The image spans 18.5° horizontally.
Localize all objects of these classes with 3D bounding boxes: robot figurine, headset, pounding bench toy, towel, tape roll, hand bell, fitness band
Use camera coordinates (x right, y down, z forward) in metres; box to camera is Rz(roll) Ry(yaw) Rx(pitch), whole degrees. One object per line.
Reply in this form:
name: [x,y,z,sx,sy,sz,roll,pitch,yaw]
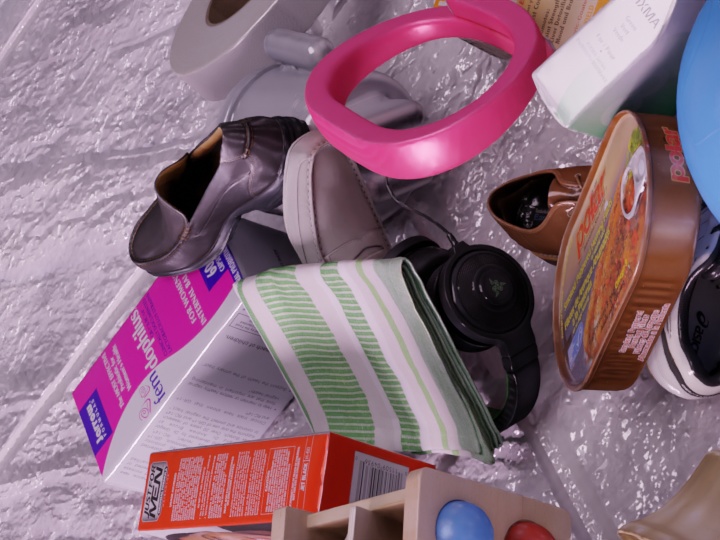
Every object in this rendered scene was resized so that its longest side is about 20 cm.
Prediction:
robot figurine: [-0.032,-0.094,1.618,0.199,0.112,0.171,10,112,53]
headset: [0.066,0.008,1.442,0.123,0.094,0.201,8,121,51]
pounding bench toy: [0.037,0.236,1.298,0.155,0.124,0.202,-21,59,46]
towel: [0.002,0.062,1.473,0.023,0.153,0.199,-37,18,-29]
tape roll: [-0.073,-0.224,1.738,0.203,0.037,0.203,-42,25,25]
hand bell: [0.237,0.086,1.250,0.104,0.104,0.201,17,75,53]
fitness band: [0.043,-0.124,1.424,0.143,0.038,0.200,-36,30,-11]

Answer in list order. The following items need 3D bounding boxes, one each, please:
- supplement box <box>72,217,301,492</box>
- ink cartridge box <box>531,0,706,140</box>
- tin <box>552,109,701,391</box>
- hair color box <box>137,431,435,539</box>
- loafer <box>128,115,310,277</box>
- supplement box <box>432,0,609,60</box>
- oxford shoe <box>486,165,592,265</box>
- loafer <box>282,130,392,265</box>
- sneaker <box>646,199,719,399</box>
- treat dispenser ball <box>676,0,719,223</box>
supplement box: [-0.115,0.068,1.659,0.200,0.103,0.101,-53,42,23]
ink cartridge box: [0.215,-0.152,1.305,0.200,0.160,0.050,-41,66,23]
tin: [0.155,-0.009,1.302,0.201,0.041,0.113,107,159,-53]
hair color box: [-0.053,0.156,1.512,0.199,0.101,0.062,-11,65,49]
loafer: [-0.117,-0.057,1.569,0.200,0.072,0.073,-38,51,43]
supplement box: [0.146,-0.199,1.479,0.199,0.073,0.127,20,90,53]
oxford shoe: [0.159,-0.037,1.394,0.199,0.071,0.072,-7,67,48]
loafer: [0.000,0.000,1.510,0.070,0.070,0.201,12,126,51]
sneaker: [0.222,-0.021,1.284,0.088,0.075,0.202,-152,73,-85]
treat dispenser ball: [0.269,-0.089,1.176,0.200,0.200,0.203,-25,55,42]
